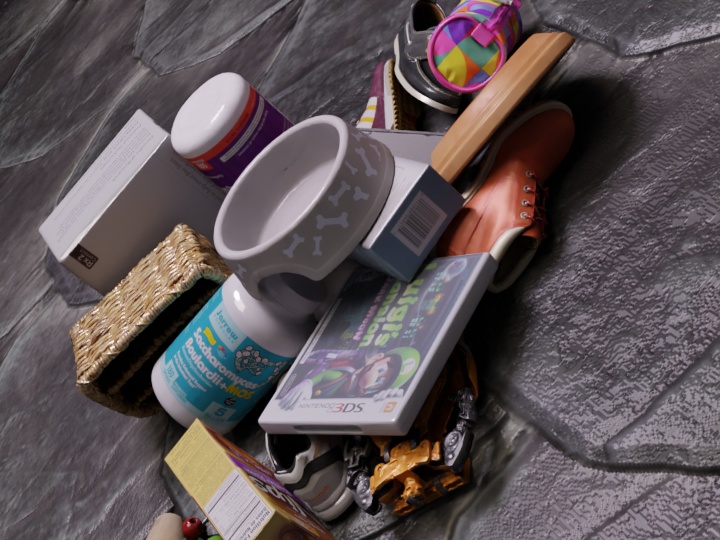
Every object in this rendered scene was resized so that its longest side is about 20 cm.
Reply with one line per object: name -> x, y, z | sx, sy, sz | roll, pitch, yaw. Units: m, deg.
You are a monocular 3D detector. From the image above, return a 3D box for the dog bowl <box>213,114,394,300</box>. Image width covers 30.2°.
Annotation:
dog bowl -> -0.062, -0.067, 1.296 | 0.200, 0.059, 0.200 | -33, 32, 24

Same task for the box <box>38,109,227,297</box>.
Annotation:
box -> -0.243, -0.049, 1.611 | 0.200, 0.199, 0.131 | -50, 32, 0

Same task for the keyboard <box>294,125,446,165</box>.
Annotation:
keyboard -> 0.007, -0.101, 1.446 | 0.200, 0.040, 0.104 | 7, 79, 26

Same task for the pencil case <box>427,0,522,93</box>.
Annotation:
pencil case -> 0.124, -0.247, 1.413 | 0.088, 0.088, 0.200 | -35, 10, 22

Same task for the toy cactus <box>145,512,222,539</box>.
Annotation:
toy cactus -> -0.196, 0.288, 1.239 | 0.200, 0.102, 0.165 | -53, 17, 23

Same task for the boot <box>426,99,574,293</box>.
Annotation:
boot -> 0.156, -0.068, 1.272 | 0.200, 0.075, 0.107 | -54, 41, 0

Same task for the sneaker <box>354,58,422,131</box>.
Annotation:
sneaker -> 0.018, -0.163, 1.526 | 0.090, 0.075, 0.200 | -27, 37, 23

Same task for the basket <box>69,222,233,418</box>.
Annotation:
basket -> -0.208, 0.075, 1.484 | 0.200, 0.143, 0.149 | -44, 26, 3

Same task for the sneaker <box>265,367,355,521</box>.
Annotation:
sneaker -> -0.054, 0.149, 1.287 | 0.074, 0.080, 0.200 | -44, 30, 13

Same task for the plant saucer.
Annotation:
plant saucer -> 0.134, -0.162, 1.321 | 0.200, 0.037, 0.200 | -48, -2, -2

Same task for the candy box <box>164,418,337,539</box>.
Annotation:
candy box -> -0.092, 0.221, 1.222 | 0.056, 0.117, 0.200 | -51, 32, -1

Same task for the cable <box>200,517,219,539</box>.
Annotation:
cable -> -0.143, 0.321, 1.242 | 0.163, 0.051, 0.200 | -51, 32, -1

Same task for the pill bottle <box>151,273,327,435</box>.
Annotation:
pill bottle -> -0.121, 0.073, 1.389 | 0.200, 0.111, 0.111 | -48, 30, 24

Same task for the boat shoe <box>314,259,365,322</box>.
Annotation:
boat shoe -> 0.000, 0.000, 1.392 | 0.200, 0.072, 0.069 | -25, 15, 47

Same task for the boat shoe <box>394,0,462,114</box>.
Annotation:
boat shoe -> 0.081, -0.247, 1.525 | 0.200, 0.072, 0.068 | -100, 32, -52

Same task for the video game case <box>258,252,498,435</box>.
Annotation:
video game case -> 0.015, 0.067, 1.224 | 0.182, 0.023, 0.200 | -6, 42, 45

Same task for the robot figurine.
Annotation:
robot figurine -> 0.052, 0.131, 1.192 | 0.145, 0.058, 0.200 | -32, 35, 27

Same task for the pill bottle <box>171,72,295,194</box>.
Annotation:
pill bottle -> -0.113, -0.127, 1.531 | 0.112, 0.200, 0.113 | -32, 36, 26

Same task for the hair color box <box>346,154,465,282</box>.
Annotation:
hair color box -> 0.007, -0.062, 1.320 | 0.099, 0.061, 0.200 | -54, 30, -8
